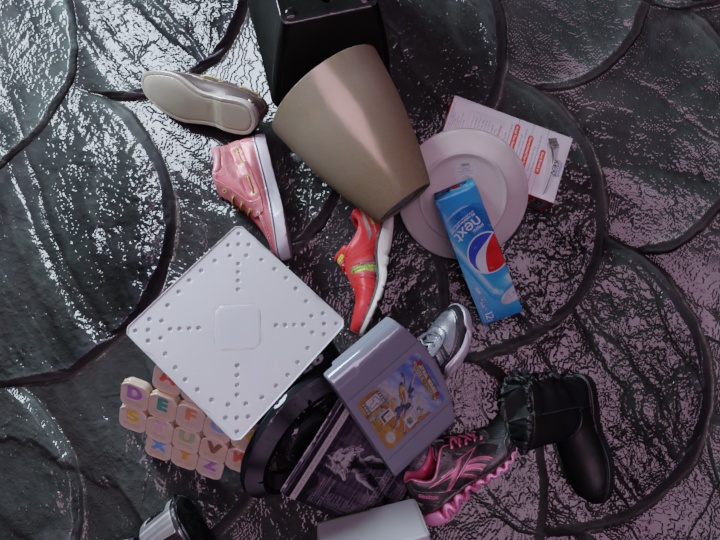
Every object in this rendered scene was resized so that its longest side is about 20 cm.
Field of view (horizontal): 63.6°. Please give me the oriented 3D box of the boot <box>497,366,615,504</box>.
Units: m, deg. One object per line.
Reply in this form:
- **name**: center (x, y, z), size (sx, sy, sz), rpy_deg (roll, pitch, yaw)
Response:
- **boot**: center (0.280, 0.236, 0.830), size (0.161, 0.073, 0.201), rpy_deg (5, 74, -35)

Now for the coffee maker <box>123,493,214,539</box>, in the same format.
- **coffee maker**: center (-0.284, 0.434, 0.778), size (0.198, 0.135, 0.194), rpy_deg (-28, 109, -6)

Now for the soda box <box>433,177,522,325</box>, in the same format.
- **soda box**: center (0.172, -0.028, 0.854), size (0.064, 0.068, 0.202), rpy_deg (-22, 103, 11)

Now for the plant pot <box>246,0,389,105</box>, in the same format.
- **plant pot**: center (-0.061, -0.393, 0.864), size (0.197, 0.177, 0.202), rpy_deg (-14, 84, -7)

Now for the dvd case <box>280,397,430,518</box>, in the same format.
- **dvd case**: center (0.003, 0.276, 0.809), size (0.199, 0.016, 0.150), rpy_deg (37, 83, -33)

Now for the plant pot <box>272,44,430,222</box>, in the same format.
- **plant pot**: center (0.005, -0.176, 0.834), size (0.186, 0.187, 0.201), rpy_deg (-35, 86, -8)

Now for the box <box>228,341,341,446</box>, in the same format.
- **box**: center (-0.126, 0.150, 0.820), size (0.199, 0.046, 0.160), rpy_deg (-34, 116, -8)

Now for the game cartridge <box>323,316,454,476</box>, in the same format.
- **game cartridge**: center (0.049, 0.167, 0.774), size (0.133, 0.041, 0.201), rpy_deg (-36, 118, -10)

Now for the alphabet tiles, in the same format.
- **alphabet tiles**: center (-0.232, 0.212, 0.787), size (0.198, 0.015, 0.197), rpy_deg (21, 125, -1)

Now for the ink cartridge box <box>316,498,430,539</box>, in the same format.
- **ink cartridge box**: center (0.030, 0.433, 0.783), size (0.145, 0.083, 0.203), rpy_deg (-11, 103, -6)

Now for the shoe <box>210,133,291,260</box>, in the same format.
- **shoe**: center (-0.165, -0.104, 0.874), size (0.090, 0.072, 0.203), rpy_deg (-14, 79, -5)

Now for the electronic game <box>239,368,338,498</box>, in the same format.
- **electronic game**: center (-0.080, 0.219, 0.782), size (0.041, 0.200, 0.201), rpy_deg (33, 80, 29)

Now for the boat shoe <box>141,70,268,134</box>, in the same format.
- **boat shoe**: center (-0.238, -0.265, 0.891), size (0.198, 0.072, 0.060), rpy_deg (19, 40, 11)

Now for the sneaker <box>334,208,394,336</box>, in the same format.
- **sneaker**: center (0.000, 0.000, 0.877), size (0.084, 0.077, 0.203), rpy_deg (8, 72, 2)

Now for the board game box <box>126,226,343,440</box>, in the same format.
- **board game box**: center (-0.156, 0.075, 0.744), size (0.200, 0.026, 0.200), rpy_deg (41, 71, 8)

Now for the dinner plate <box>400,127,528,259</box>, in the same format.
- **dinner plate**: center (0.155, -0.112, 0.879), size (0.197, 0.024, 0.203), rpy_deg (1, 106, 4)

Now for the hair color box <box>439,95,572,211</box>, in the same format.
- **hair color box**: center (0.218, -0.182, 0.916), size (0.198, 0.064, 0.112), rpy_deg (20, 82, 0)

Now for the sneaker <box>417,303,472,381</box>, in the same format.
- **sneaker**: center (0.080, 0.122, 0.838), size (0.113, 0.075, 0.201), rpy_deg (35, 83, -35)

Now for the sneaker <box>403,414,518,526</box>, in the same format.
- **sneaker**: center (0.144, 0.269, 0.839), size (0.199, 0.079, 0.096), rpy_deg (-40, 97, -10)
